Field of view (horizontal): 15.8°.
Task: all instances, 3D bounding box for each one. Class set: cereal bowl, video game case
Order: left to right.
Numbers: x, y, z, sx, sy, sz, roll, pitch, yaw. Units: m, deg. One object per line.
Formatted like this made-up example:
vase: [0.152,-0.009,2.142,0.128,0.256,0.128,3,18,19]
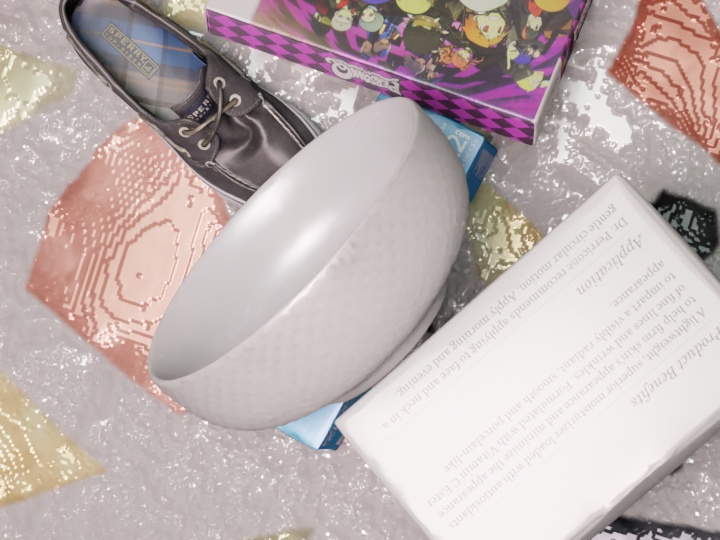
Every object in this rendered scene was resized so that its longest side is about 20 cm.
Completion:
cereal bowl: [-0.015,0.009,1.361,0.083,0.200,0.200,43,94,-17]
video game case: [0.037,-0.183,1.466,0.199,0.036,0.182,20,69,9]

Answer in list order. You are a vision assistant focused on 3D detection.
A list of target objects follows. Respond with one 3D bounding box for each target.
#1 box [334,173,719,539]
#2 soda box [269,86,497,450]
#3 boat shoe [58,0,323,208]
box: [0.113,0.067,1.391,0.199,0.200,0.131,-41,81,4]
soda box: [0.000,0.000,1.478,0.068,0.064,0.200,29,91,10]
boat shoe: [-0.095,-0.100,1.495,0.200,0.066,0.070,43,94,8]
